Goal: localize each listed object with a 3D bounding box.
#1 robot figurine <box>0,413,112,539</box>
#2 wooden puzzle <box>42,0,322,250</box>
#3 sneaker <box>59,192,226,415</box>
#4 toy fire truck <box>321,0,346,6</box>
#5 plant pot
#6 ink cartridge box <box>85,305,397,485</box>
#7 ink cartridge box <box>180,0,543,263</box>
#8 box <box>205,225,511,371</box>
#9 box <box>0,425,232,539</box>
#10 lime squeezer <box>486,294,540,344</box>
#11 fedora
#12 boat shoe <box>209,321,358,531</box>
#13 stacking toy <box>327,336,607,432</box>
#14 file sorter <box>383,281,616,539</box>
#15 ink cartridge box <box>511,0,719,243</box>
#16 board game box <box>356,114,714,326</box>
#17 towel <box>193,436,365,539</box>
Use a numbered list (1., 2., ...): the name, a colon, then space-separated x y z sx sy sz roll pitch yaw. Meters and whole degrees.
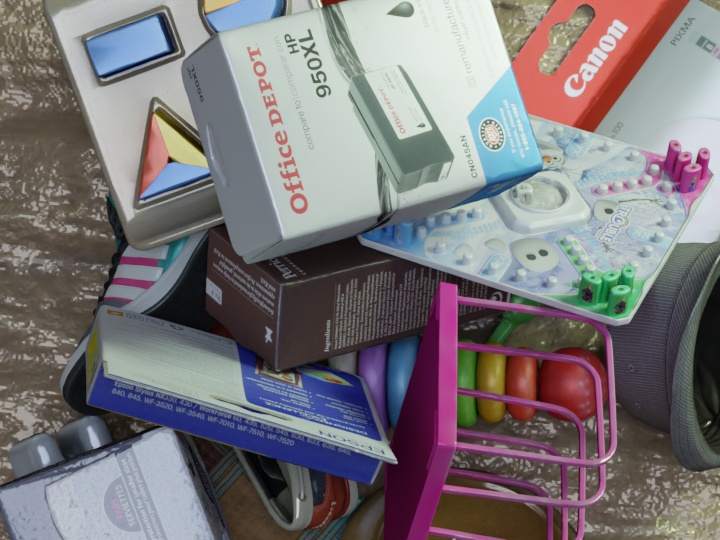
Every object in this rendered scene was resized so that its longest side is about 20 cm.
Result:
1. robot figurine: -0.188 0.207 1.704 0.169 0.113 0.200 -21 88 -24
2. wooden puzzle: -0.108 -0.134 1.624 0.185 0.046 0.200 -20 88 7
3. sneaker: -0.160 0.002 1.711 0.200 0.121 0.084 -47 132 3
4. toy fire truck: -0.066 -0.142 1.729 0.199 0.112 0.168 -3 112 1
5. plant pot: 0.081 0.222 1.688 0.200 0.028 0.200 7 54 -10
6. ink cartridge box: -0.084 0.088 1.567 0.197 0.200 0.047 17 102 -10
7. ink cartridge box: 0.001 -0.102 1.562 0.200 0.084 0.145 -16 86 -24
8. box: 0.000 0.000 1.666 0.200 0.100 0.075 -15 123 -31
9. box: -0.146 0.214 1.590 0.132 0.115 0.200 -21 89 -1
10. lime squeezer: 0.099 -0.001 1.754 0.071 0.038 0.201 -5 88 32
11. fedora: 0.233 0.044 1.687 0.090 0.200 0.177 15 50 31
12. boat shoe: -0.075 0.099 1.704 0.071 0.063 0.200 -45 68 39
13. stacking toy: 0.079 0.080 1.706 0.199 0.085 0.086 0 88 9
14. file sorter: 0.093 0.133 1.606 0.125 0.200 0.139 8 47 -6
15. ink cartridge box: 0.217 -0.127 1.745 0.200 0.057 0.163 36 89 -3
16. board game box: 0.127 -0.054 1.657 0.200 0.200 0.026 18 130 17
17. towel: -0.052 0.188 1.702 0.200 0.147 0.022 39 131 2
